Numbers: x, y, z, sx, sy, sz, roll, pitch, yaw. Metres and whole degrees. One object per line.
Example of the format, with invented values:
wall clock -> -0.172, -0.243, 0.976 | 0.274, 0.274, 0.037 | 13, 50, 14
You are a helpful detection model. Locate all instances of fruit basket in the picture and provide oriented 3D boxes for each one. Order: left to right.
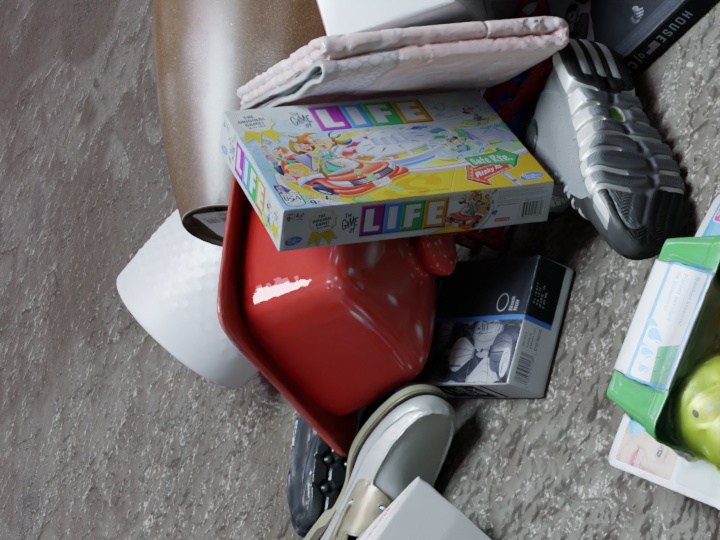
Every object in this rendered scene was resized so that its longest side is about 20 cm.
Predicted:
fruit basket -> 0.239, 0.053, 1.101 | 0.200, 0.094, 0.186 | 21, 88, 57

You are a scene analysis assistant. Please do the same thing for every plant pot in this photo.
plant pot -> -0.087, -0.125, 1.529 | 0.187, 0.187, 0.200 | -23, 54, 51

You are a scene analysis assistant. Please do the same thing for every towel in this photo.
towel -> 0.027, -0.143, 1.383 | 0.200, 0.191, 0.032 | 165, 96, -69

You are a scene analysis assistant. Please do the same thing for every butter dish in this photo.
butter dish -> 0.000, 0.000, 1.394 | 0.148, 0.200, 0.200 | -16, 47, 23

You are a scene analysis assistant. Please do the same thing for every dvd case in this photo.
dvd case -> 0.197, -0.233, 1.432 | 0.150, 0.025, 0.200 | -44, 36, 36

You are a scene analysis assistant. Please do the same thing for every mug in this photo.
mug -> -0.097, -0.016, 1.670 | 0.175, 0.148, 0.200 | -48, 3, 11

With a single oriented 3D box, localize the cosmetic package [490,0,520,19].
cosmetic package -> 0.086, -0.248, 1.577 | 0.200, 0.071, 0.101 | -64, 28, 8

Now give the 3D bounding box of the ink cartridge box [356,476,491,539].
ink cartridge box -> -0.009, 0.256, 1.317 | 0.200, 0.085, 0.146 | -47, 0, 29

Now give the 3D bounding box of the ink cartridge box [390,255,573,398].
ink cartridge box -> 0.075, 0.044, 1.432 | 0.200, 0.039, 0.100 | -8, 65, 58

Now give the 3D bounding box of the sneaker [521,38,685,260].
sneaker -> 0.161, -0.059, 1.342 | 0.200, 0.075, 0.116 | -99, 28, -41

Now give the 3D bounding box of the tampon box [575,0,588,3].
tampon box -> 0.166, -0.323, 1.376 | 0.200, 0.126, 0.150 | -40, 47, 38

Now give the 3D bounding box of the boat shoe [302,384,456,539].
boat shoe -> 0.019, 0.177, 1.406 | 0.200, 0.075, 0.068 | -63, 31, 26

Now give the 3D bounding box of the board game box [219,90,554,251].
board game box -> 0.016, -0.073, 1.338 | 0.135, 0.200, 0.034 | -124, 34, -49

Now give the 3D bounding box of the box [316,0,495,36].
box -> 0.027, -0.225, 1.403 | 0.097, 0.200, 0.125 | -17, 84, 11

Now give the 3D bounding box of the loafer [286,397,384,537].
loafer -> -0.022, 0.114, 1.511 | 0.070, 0.068, 0.201 | -35, 39, 57

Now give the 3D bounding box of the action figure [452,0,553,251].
action figure -> 0.109, -0.117, 1.471 | 0.065, 0.052, 0.200 | 0, 70, 66
